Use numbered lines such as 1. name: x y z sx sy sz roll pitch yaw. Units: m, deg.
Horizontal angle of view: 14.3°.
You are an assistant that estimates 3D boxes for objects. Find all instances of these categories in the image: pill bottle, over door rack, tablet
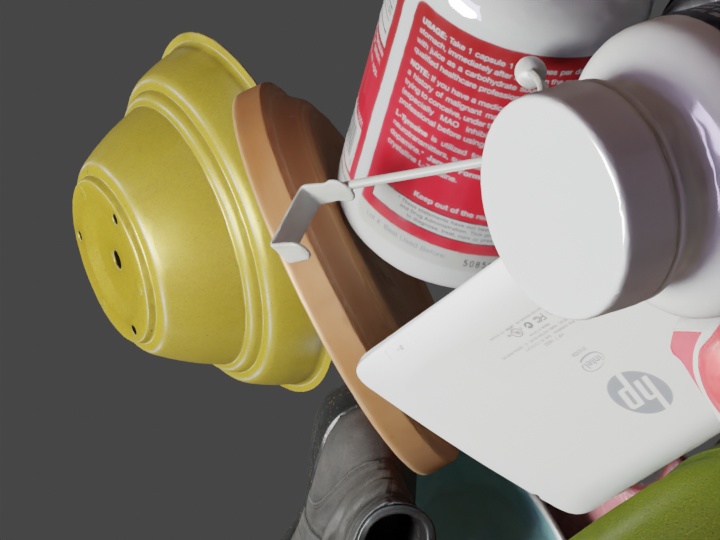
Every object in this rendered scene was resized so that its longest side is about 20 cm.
1. pill bottle: 0.062 -0.098 1.243 0.112 0.112 0.200 49 141 32
2. over door rack: 0.083 -0.013 1.204 0.200 0.067 0.148 -19 128 38
3. tablet: 0.101 0.035 1.191 0.130 0.014 0.200 33 140 -18
4. pill bottle: 0.146 -0.046 1.058 0.111 0.199 0.111 29 127 48

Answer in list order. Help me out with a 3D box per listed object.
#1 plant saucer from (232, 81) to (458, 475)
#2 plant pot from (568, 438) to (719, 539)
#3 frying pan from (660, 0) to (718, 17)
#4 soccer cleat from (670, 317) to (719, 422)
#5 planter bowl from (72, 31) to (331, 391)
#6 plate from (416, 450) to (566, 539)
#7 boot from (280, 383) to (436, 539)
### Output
1. plant saucer: 0.000 0.000 1.358 0.201 0.032 0.200 61 -172 -15
2. plant pot: 0.130 0.181 1.192 0.200 0.192 0.201 30 129 47
3. frying pan: 0.164 -0.090 1.175 0.115 0.031 0.190 54 145 26
4. soccer cleat: 0.195 0.081 1.110 0.200 0.067 0.076 46 168 -28
5. planter bowl: -0.096 -0.017 1.514 0.200 0.083 0.201 49 150 40
6. plate: 0.065 0.171 1.440 0.200 0.026 0.201 30 129 47
7. boot: -0.006 0.167 1.407 0.132 0.069 0.201 -100 11 -57
